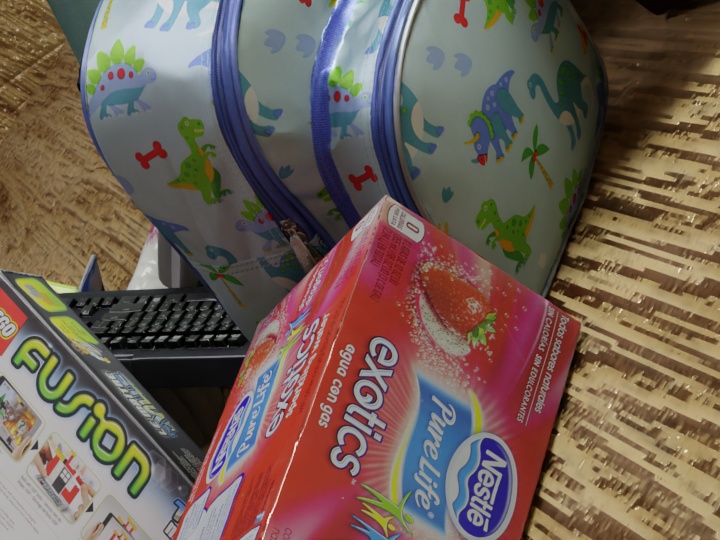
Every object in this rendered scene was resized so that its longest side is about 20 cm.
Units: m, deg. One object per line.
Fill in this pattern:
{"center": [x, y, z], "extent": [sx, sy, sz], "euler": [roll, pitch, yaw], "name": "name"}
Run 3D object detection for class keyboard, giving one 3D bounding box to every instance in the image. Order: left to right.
{"center": [-0.107, 0.040, 1.265], "extent": [0.199, 0.021, 0.127], "euler": [-3, 32, 32], "name": "keyboard"}

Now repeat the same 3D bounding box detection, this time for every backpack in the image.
{"center": [0.000, -0.071, 1.089], "extent": [0.147, 0.200, 0.183], "euler": [-8, 47, 41], "name": "backpack"}

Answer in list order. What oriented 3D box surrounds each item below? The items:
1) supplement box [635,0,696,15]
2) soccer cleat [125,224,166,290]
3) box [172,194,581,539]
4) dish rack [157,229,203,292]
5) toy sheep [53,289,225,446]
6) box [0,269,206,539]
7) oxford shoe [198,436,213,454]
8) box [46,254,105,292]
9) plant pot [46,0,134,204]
{"center": [0.076, -0.187, 1.084], "extent": [0.061, 0.200, 0.109], "euler": [-58, 14, -10], "name": "supplement box"}
{"center": [-0.108, 0.030, 1.555], "extent": [0.200, 0.070, 0.086], "euler": [-57, 20, 27], "name": "soccer cleat"}
{"center": [-0.002, 0.085, 0.968], "extent": [0.100, 0.095, 0.200], "euler": [-44, 19, 43], "name": "box"}
{"center": [-0.037, -0.080, 1.348], "extent": [0.200, 0.043, 0.172], "euler": [-43, -22, -28], "name": "dish rack"}
{"center": [-0.135, 0.084, 1.369], "extent": [0.138, 0.138, 0.200], "euler": [-43, 11, 45], "name": "toy sheep"}
{"center": [-0.123, 0.105, 1.192], "extent": [0.110, 0.200, 0.035], "euler": [-53, -28, 15], "name": "box"}
{"center": [-0.093, 0.117, 1.249], "extent": [0.200, 0.084, 0.073], "euler": [-52, 12, 13], "name": "oxford shoe"}
{"center": [-0.205, 0.097, 1.623], "extent": [0.122, 0.048, 0.201], "euler": [91, -165, -67], "name": "box"}
{"center": [-0.098, -0.174, 1.550], "extent": [0.200, 0.196, 0.200], "euler": [-31, 7, 4], "name": "plant pot"}
